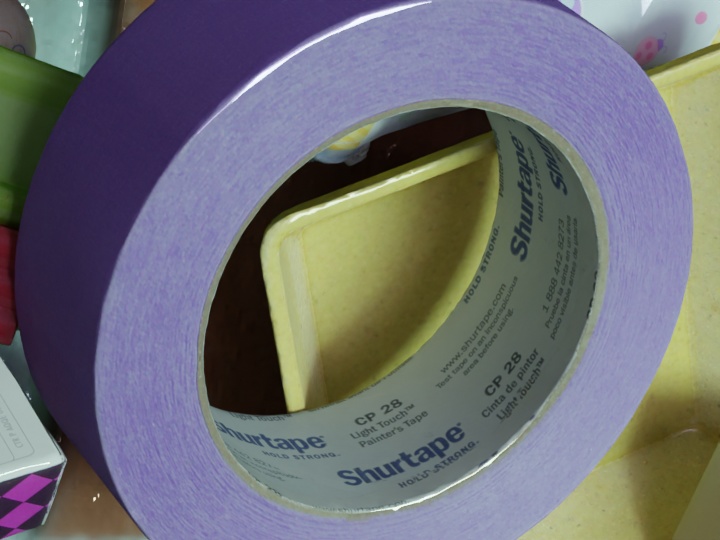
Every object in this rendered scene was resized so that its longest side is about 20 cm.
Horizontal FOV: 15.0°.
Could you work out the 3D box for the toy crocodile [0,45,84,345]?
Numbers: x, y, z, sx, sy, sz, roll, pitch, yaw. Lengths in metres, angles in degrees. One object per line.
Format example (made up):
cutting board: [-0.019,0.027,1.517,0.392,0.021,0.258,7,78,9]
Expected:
toy crocodile: [-0.135,0.028,0.822,0.067,0.062,0.201,24,93,-36]

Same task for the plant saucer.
plant saucer: [0.057,0.027,0.943,0.199,0.048,0.201,-22,125,-20]

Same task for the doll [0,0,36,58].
doll: [-0.130,-0.146,0.818,0.136,0.048,0.201,-22,115,-39]

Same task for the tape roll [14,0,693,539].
tape roll: [0.000,0.000,0.822,0.199,0.066,0.201,-14,121,-24]

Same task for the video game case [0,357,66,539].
video game case: [-0.206,0.020,0.719,0.199,0.182,0.036,-17,146,-33]

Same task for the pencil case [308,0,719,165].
pencil case: [0.049,-0.095,0.933,0.199,0.083,0.091,-14,85,-35]

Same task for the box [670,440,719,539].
box: [0.146,0.159,0.988,0.077,0.095,0.201,3,121,-35]
